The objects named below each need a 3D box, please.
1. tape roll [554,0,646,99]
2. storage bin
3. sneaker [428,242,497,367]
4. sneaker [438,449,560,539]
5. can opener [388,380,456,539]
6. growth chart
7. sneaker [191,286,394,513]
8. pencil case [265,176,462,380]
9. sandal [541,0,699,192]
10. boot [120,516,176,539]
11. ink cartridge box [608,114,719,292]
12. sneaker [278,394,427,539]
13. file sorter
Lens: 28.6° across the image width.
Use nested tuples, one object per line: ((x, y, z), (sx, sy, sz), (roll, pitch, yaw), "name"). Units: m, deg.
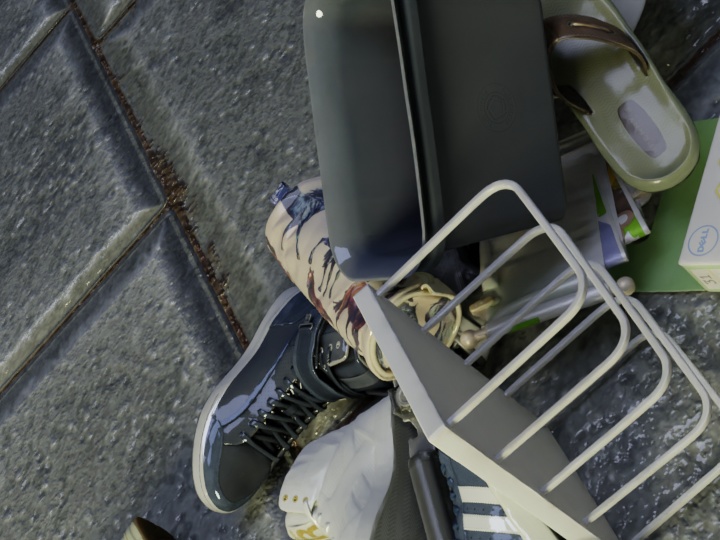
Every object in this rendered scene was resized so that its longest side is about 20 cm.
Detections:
((0.111, -0.232, 1.072), (0.203, 0.203, 0.139), (-46, 8, 11), "tape roll")
((0.051, -0.100, 0.949), (0.145, 0.134, 0.201), (-5, 92, 61), "storage bin")
((0.058, 0.000, 1.097), (0.091, 0.066, 0.200), (-50, 38, -5), "sneaker")
((0.079, 0.172, 0.884), (0.084, 0.075, 0.200), (-39, 55, 6), "sneaker")
((0.070, 0.143, 0.985), (0.053, 0.067, 0.201), (-31, 55, 25), "can opener")
((0.143, -0.034, 1.008), (0.144, 0.018, 0.201), (-16, 38, 22), "growth chart")
((-0.047, 0.104, 1.113), (0.146, 0.077, 0.203), (4, 64, 52), "sneaker")
((0.000, 0.000, 1.035), (0.200, 0.077, 0.090), (47, 130, 50), "pencil case")
((0.158, -0.141, 0.963), (0.080, 0.057, 0.201), (-44, 67, 14), "sandal")
((-0.185, 0.306, 1.109), (0.155, 0.072, 0.200), (-50, 31, 5), "boot")
((0.243, -0.057, 0.949), (0.199, 0.048, 0.146), (0, 62, 45), "ink cartridge box")
((-0.005, 0.189, 1.010), (0.115, 0.074, 0.201), (-31, 32, 31), "sneaker")
((0.121, 0.064, 0.859), (0.124, 0.200, 0.139), (-42, 38, 11), "file sorter")
